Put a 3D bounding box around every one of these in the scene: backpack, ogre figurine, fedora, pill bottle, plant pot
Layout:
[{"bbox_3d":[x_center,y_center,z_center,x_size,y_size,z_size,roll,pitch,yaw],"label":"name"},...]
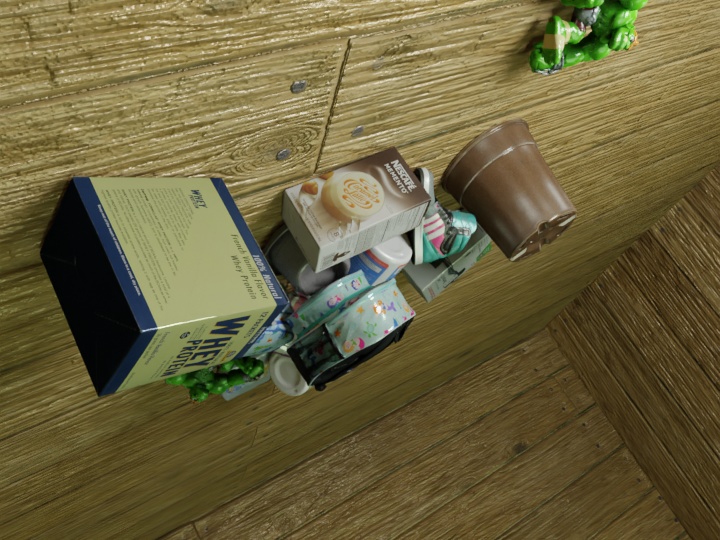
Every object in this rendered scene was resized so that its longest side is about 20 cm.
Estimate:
[{"bbox_3d":[-0.012,0.088,1.066,0.198,0.152,0.177,-29,176,28],"label":"backpack"},{"bbox_3d":[-0.201,0.079,1.070,0.162,0.155,0.199,-36,173,29],"label":"backpack"},{"bbox_3d":[-0.292,0.189,1.221,0.120,0.099,0.199,-41,156,28],"label":"ogre figurine"},{"bbox_3d":[0.333,-0.358,0.899,0.118,0.099,0.202,-6,137,-17],"label":"ogre figurine"},{"bbox_3d":[-0.076,-0.018,1.080,0.175,0.091,0.200,-30,160,-7],"label":"fedora"},{"bbox_3d":[0.000,0.000,1.206,0.111,0.113,0.200,-9,150,-47],"label":"pill bottle"},{"bbox_3d":[-0.110,0.194,1.456,0.111,0.111,0.199,-46,171,33],"label":"pill bottle"},{"bbox_3d":[0.288,-0.140,1.190,0.198,0.200,0.201,-28,159,-12],"label":"plant pot"}]

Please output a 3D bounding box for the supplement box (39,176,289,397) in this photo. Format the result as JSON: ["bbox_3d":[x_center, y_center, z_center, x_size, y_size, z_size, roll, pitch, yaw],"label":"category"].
[{"bbox_3d":[-0.231,0.008,0.752,0.198,0.202,0.134,-9,152,-49],"label":"supplement box"}]

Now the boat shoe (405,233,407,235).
[{"bbox_3d":[0.034,-0.016,1.292,0.200,0.063,0.071,-42,160,26],"label":"boat shoe"}]

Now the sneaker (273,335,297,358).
[{"bbox_3d":[-0.149,0.117,1.244,0.199,0.074,0.101,24,78,-48],"label":"sneaker"}]

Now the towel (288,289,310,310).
[{"bbox_3d":[-0.063,0.107,1.247,0.030,0.198,0.146,-65,-174,-25],"label":"towel"}]

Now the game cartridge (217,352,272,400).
[{"bbox_3d":[-0.266,0.235,1.460,0.132,0.042,0.201,-28,160,-26],"label":"game cartridge"}]

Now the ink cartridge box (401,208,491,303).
[{"bbox_3d":[0.193,-0.030,1.432,0.199,0.083,0.147,-40,162,1],"label":"ink cartridge box"}]

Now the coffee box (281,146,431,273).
[{"bbox_3d":[-0.007,-0.096,0.975,0.198,0.115,0.080,-25,159,-22],"label":"coffee box"}]

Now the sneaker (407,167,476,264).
[{"bbox_3d":[0.150,-0.099,1.150,0.118,0.084,0.202,-8,133,-7],"label":"sneaker"}]
